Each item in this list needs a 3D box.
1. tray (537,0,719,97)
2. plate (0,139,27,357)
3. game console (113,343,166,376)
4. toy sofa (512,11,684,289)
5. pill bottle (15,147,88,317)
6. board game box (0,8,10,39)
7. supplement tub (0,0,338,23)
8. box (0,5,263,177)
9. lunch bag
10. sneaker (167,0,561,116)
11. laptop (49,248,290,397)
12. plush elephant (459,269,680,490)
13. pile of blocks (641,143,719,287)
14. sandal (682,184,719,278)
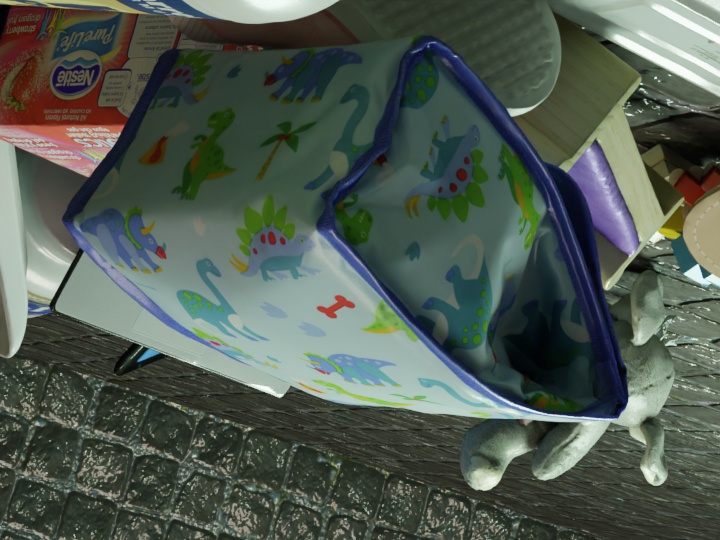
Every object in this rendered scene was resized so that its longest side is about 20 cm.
[{"bbox_3d":[0.159,-0.102,0.926,0.199,0.022,0.107,22,167,-31],"label":"tray"},{"bbox_3d":[-0.241,-0.068,1.210,0.032,0.202,0.199,-14,-160,-31],"label":"plate"},{"bbox_3d":[-0.055,0.027,1.492,0.175,0.117,0.200,13,-170,13],"label":"game console"},{"bbox_3d":[0.089,-0.050,1.023,0.083,0.098,0.200,40,178,21],"label":"toy sofa"},{"bbox_3d":[-0.187,-0.037,1.287,0.119,0.121,0.200,19,166,-21],"label":"pill bottle"},{"bbox_3d":[-0.170,-0.117,1.279,0.135,0.035,0.199,21,168,-33],"label":"board game box"},{"bbox_3d":[-0.067,-0.152,0.655,0.199,0.145,0.144,9,168,34],"label":"supplement tub"},{"bbox_3d":[-0.096,-0.103,1.074,0.199,0.100,0.095,3,164,46],"label":"box"},{"bbox_3d":[0.005,-0.003,0.908,0.169,0.128,0.200,3,144,46],"label":"lunch bag"},{"bbox_3d":[-0.013,-0.123,0.914,0.199,0.076,0.105,26,163,-15],"label":"sneaker"},{"bbox_3d":[-0.036,-0.014,1.186,0.187,0.201,0.116,24,-171,-41],"label":"laptop"},{"bbox_3d":[0.155,0.072,1.484,0.198,0.166,0.155,-12,-172,-10],"label":"plush elephant"},{"bbox_3d":[0.206,-0.023,1.102,0.062,0.083,0.199,24,167,-41],"label":"pile of blocks"},{"bbox_3d":[0.258,-0.044,0.976,0.211,0.070,0.078,-13,118,32],"label":"sandal"}]
